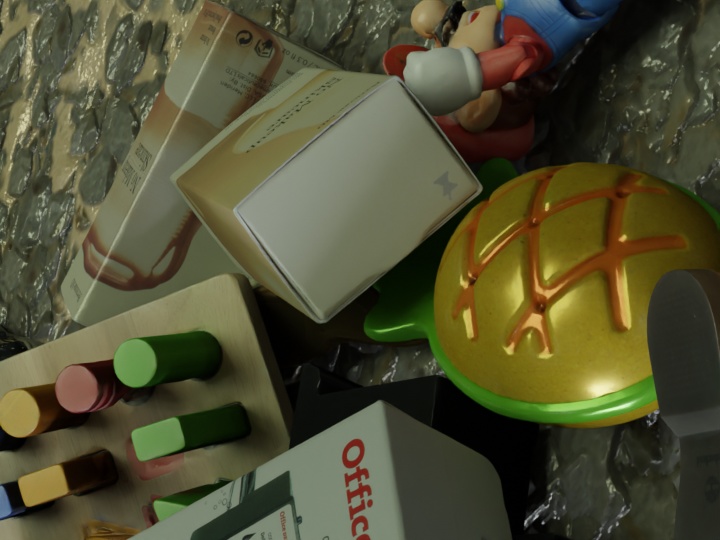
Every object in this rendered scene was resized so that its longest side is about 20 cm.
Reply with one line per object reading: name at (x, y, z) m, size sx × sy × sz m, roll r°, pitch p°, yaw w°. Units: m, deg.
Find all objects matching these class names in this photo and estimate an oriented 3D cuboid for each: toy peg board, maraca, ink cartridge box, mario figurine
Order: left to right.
toy peg board at (-0.134, 0.127, 1.021) m, size 0.199 × 0.098 × 0.200 m, roll -21°, pitch 84°, yaw 18°
ink cartridge box at (-0.032, 0.167, 0.819) m, size 0.200 × 0.083 × 0.147 m, roll -31°, pitch 47°, yaw 25°
mario figurine at (0.077, -0.136, 0.953) m, size 0.200 × 0.123 × 0.106 m, roll -41°, pitch 59°, yaw 31°
maraca at (0.085, 0.005, 0.880) m, size 0.200 × 0.107 × 0.137 m, roll 19°, pitch 61°, yaw 45°

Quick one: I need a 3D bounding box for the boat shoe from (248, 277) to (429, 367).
boat shoe at (0.000, 0.000, 1.037) m, size 0.200 × 0.074 × 0.066 m, roll -12°, pitch 36°, yaw 48°

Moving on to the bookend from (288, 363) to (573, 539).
bookend at (0.055, 0.138, 0.891) m, size 0.199 × 0.092 × 0.200 m, roll -14°, pitch 59°, yaw 43°

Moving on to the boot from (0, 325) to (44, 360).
boot at (-0.331, 0.057, 1.387) m, size 0.203 × 0.154 × 0.074 m, roll 4°, pitch 79°, yaw 54°

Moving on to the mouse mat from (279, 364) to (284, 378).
mouse mat at (-0.100, 0.090, 1.145) m, size 0.161 × 0.008 × 0.200 m, roll -36°, pitch 37°, yaw 32°

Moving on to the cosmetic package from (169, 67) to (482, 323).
cosmetic package at (-0.024, -0.044, 0.959) m, size 0.105 × 0.071 × 0.200 m, roll -40°, pitch 14°, yaw -8°

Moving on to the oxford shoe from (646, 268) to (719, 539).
oxford shoe at (0.169, 0.097, 0.780) m, size 0.071 × 0.071 × 0.200 m, roll 178°, pitch 88°, yaw -65°

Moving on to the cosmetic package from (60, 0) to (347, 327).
cosmetic package at (-0.094, -0.051, 1.133) m, size 0.200 × 0.087 × 0.103 m, roll -63°, pitch 18°, yaw 3°
